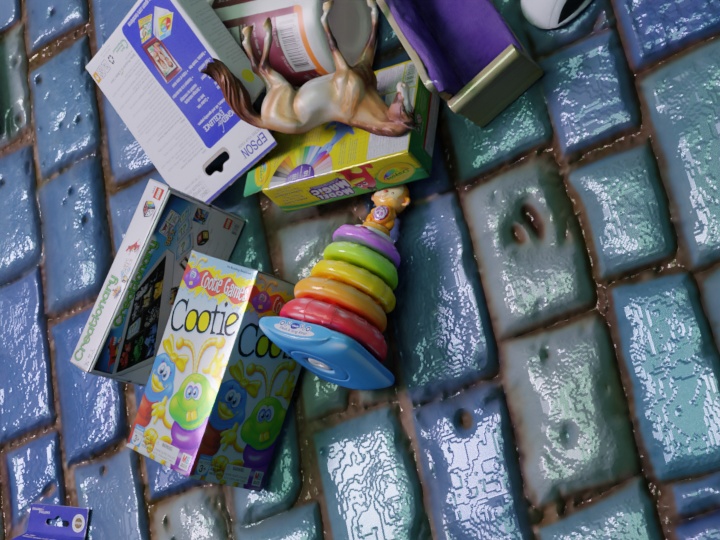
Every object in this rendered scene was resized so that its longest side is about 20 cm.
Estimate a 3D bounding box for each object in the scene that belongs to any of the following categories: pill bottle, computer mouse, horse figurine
[{"bbox_3d":[-0.091,-0.243,1.274,0.198,0.114,0.116,-3,75,35],"label":"pill bottle"},{"bbox_3d":[0.217,-0.308,1.126,0.200,0.044,0.110,-50,56,13],"label":"computer mouse"},{"bbox_3d":[-0.047,-0.178,1.163,0.198,0.050,0.134,-10,94,15],"label":"horse figurine"}]

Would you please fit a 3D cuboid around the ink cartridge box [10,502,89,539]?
[{"bbox_3d":[-0.348,0.354,1.332,0.094,0.037,0.202,-3,73,34],"label":"ink cartridge box"}]

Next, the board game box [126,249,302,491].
[{"bbox_3d":[-0.131,0.098,1.207,0.104,0.103,0.202,15,85,42],"label":"board game box"}]

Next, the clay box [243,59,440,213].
[{"bbox_3d":[-0.020,-0.128,1.220,0.198,0.048,0.116,-12,54,33],"label":"clay box"}]

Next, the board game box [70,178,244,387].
[{"bbox_3d":[-0.205,0.019,1.271,0.034,0.126,0.202,25,91,36],"label":"board game box"}]

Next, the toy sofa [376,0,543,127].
[{"bbox_3d":[0.080,-0.242,1.168,0.083,0.097,0.201,-39,58,19],"label":"toy sofa"}]

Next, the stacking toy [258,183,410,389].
[{"bbox_3d":[0.000,0.000,1.166,0.115,0.110,0.202,11,68,37],"label":"stacking toy"}]

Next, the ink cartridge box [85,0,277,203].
[{"bbox_3d":[-0.179,-0.179,1.276,0.201,0.047,0.197,53,140,-5],"label":"ink cartridge box"}]
